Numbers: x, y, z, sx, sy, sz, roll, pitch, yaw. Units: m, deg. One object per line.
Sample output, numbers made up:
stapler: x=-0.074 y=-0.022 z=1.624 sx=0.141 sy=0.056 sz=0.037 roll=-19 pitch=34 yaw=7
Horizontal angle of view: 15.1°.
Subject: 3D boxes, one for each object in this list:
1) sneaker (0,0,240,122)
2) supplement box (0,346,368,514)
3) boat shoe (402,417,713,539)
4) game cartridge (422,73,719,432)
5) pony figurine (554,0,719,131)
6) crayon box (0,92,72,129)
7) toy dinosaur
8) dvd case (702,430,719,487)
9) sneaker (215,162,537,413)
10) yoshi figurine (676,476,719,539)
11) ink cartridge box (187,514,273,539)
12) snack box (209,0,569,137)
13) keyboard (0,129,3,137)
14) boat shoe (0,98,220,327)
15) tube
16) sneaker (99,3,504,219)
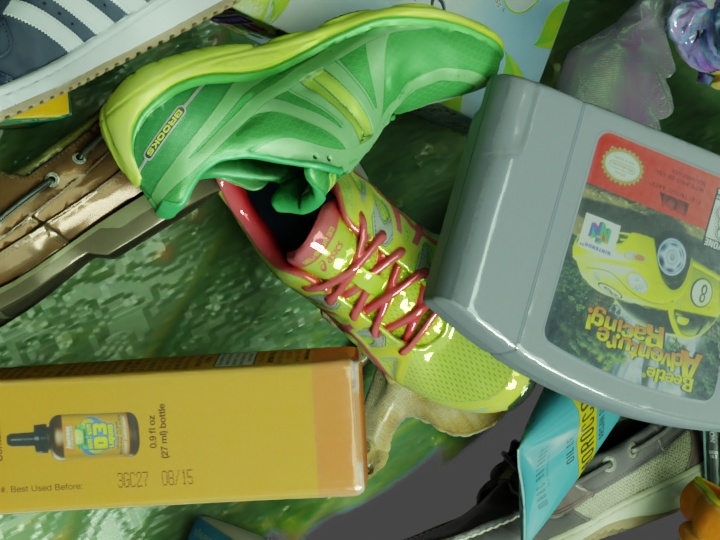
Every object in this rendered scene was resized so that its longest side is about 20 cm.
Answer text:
sneaker: x=-0.146 y=-0.135 z=1.209 sx=0.200 sy=0.070 sz=0.109 roll=-31 pitch=105 yaw=-31
supplement box: x=-0.097 y=0.075 z=1.281 sx=0.200 sy=0.069 sz=0.067 roll=-3 pitch=96 yaw=0
boat shoe: x=0.099 y=0.114 z=1.418 sx=0.200 sy=0.072 sz=0.065 roll=-17 pitch=96 yaw=-27
game cartridge: x=0.133 y=0.002 z=1.292 sx=0.200 sy=0.041 sz=0.133 roll=20 pitch=82 yaw=-20
pony figurine: x=0.176 y=-0.126 z=1.353 sx=0.166 sy=0.200 sz=0.193 roll=-2 pitch=80 yaw=0
crayon box: x=-0.238 y=-0.120 z=1.237 sx=0.200 sy=0.058 sz=0.119 roll=-5 pitch=89 yaw=-26
toy dinosaur: x=0.048 y=0.030 z=1.368 sx=0.200 sy=0.058 sz=0.101 roll=-37 pitch=82 yaw=14
dvd case: x=0.232 y=0.039 z=1.470 sx=0.146 sy=0.022 sz=0.200 roll=-11 pitch=101 yaw=-48
sneaker: x=0.000 y=0.000 z=1.303 sx=0.200 sy=0.090 sz=0.078 roll=39 pitch=102 yaw=13
yoshi figurine: x=0.166 y=0.212 z=1.413 sx=0.112 sy=0.112 sz=0.200 roll=21 pitch=97 yaw=-48
ink cartridge box: x=-0.045 y=0.242 z=1.345 sx=0.146 sy=0.084 sz=0.200 roll=23 pitch=89 yaw=-24
snack box: x=0.014 y=-0.179 z=1.354 sx=0.200 sy=0.068 sz=0.169 roll=22 pitch=85 yaw=-27
keyboard: x=-0.232 y=0.011 z=1.284 sx=0.056 sy=0.011 sz=0.200 roll=26 pitch=83 yaw=-24
boat shoe: x=-0.167 y=-0.016 z=1.276 sx=0.200 sy=0.072 sz=0.068 roll=-31 pitch=89 yaw=-12
tube: x=0.121 y=0.052 z=1.386 sx=0.200 sy=0.050 sz=0.078 roll=-54 pitch=146 yaw=-40
sneaker: x=-0.023 y=-0.069 z=1.262 sx=0.200 sy=0.074 sz=0.084 roll=-16 pitch=81 yaw=-22
